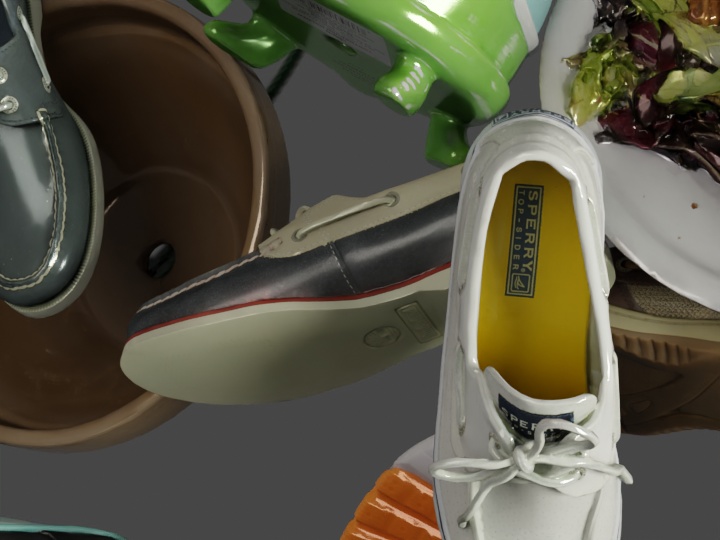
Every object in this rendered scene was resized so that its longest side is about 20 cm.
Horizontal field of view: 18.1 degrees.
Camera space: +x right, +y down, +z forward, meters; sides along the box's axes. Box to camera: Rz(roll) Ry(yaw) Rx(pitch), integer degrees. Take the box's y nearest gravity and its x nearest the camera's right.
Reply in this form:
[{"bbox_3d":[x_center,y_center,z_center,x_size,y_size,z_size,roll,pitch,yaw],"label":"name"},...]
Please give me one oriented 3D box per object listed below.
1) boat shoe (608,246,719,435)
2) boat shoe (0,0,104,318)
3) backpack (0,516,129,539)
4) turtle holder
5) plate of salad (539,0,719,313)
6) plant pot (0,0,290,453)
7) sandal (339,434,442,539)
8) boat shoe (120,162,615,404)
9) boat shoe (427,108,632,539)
[{"bbox_3d":[0.127,0.018,0.900,0.199,0.072,0.072,5,49,37],"label":"boat shoe"},{"bbox_3d":[-0.162,-0.075,0.953,0.073,0.062,0.201,-23,67,19],"label":"boat shoe"},{"bbox_3d":[-0.194,0.185,0.926,0.153,0.199,0.177,-10,74,40],"label":"backpack"},{"bbox_3d":[0.024,-0.122,0.901,0.141,0.185,0.132,26,85,38],"label":"turtle holder"},{"bbox_3d":[0.168,-0.070,0.863,0.199,0.048,0.201,2,63,-4],"label":"plate of salad"},{"bbox_3d":[-0.110,-0.014,0.999,0.200,0.093,0.202,-7,73,23],"label":"plant pot"},{"bbox_3d":[0.020,0.130,0.918,0.079,0.059,0.207,42,118,4],"label":"sandal"},{"bbox_3d":[0.000,0.000,0.882,0.199,0.071,0.063,-16,59,11],"label":"boat shoe"},{"bbox_3d":[0.063,0.049,0.802,0.074,0.086,0.203,3,104,4],"label":"boat shoe"}]
